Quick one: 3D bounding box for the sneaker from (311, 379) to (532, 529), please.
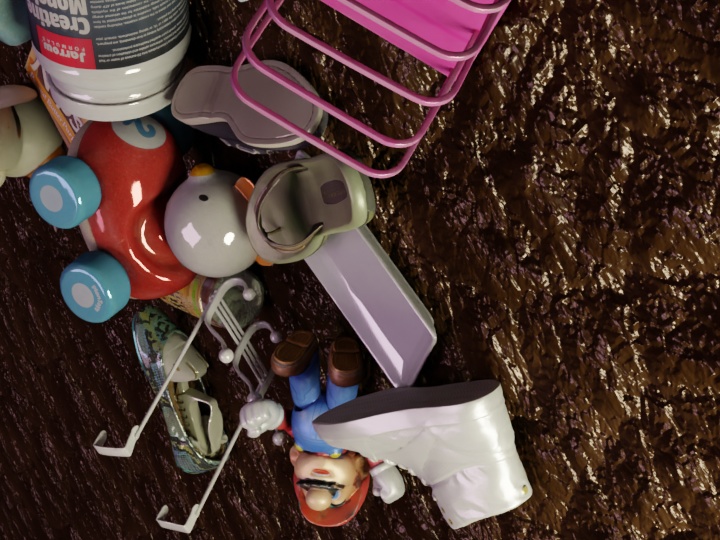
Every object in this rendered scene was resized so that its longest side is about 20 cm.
[{"bbox_3d":[0.048,0.155,1.252,0.199,0.074,0.116,-9,106,48],"label":"sneaker"}]

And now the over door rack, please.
[{"bbox_3d":[-0.131,0.128,1.413,0.066,0.200,0.148,20,152,35],"label":"over door rack"}]

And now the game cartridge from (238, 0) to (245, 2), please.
[{"bbox_3d":[-0.121,-0.324,1.214,0.201,0.041,0.133,59,149,10],"label":"game cartridge"}]

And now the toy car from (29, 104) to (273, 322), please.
[{"bbox_3d":[-0.153,-0.060,1.405,0.199,0.184,0.178,-1,115,31],"label":"toy car"}]

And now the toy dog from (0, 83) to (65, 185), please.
[{"bbox_3d":[-0.412,-0.161,1.726,0.193,0.200,0.140,-34,77,19],"label":"toy dog"}]

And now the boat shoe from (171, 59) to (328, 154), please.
[{"bbox_3d":[-0.081,-0.131,1.308,0.063,0.073,0.199,29,171,-39],"label":"boat shoe"}]

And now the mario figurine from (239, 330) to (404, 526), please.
[{"bbox_3d":[-0.032,0.158,1.392,0.123,0.106,0.201,35,142,40],"label":"mario figurine"}]

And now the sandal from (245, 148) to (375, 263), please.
[{"bbox_3d":[-0.054,-0.051,1.255,0.080,0.057,0.201,64,153,0],"label":"sandal"}]

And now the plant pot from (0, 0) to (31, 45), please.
[{"bbox_3d":[-0.328,-0.325,1.430,0.195,0.196,0.201,30,146,48],"label":"plant pot"}]

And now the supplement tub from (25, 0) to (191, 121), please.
[{"bbox_3d":[-0.219,-0.245,1.343,0.140,0.140,0.201,40,144,40],"label":"supplement tub"}]

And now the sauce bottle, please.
[{"bbox_3d":[-0.168,0.010,1.559,0.200,0.064,0.065,17,128,57],"label":"sauce bottle"}]

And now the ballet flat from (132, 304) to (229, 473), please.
[{"bbox_3d":[-0.188,0.129,1.715,0.074,0.074,0.201,15,128,57],"label":"ballet flat"}]

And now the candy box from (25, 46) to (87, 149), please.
[{"bbox_3d":[-0.270,-0.157,1.607,0.201,0.055,0.115,62,154,7],"label":"candy box"}]

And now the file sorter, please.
[{"bbox_3d":[0.015,-0.168,0.943,0.138,0.126,0.200,30,149,-2],"label":"file sorter"}]

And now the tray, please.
[{"bbox_3d":[0.000,0.000,1.291,0.200,0.022,0.108,54,153,19],"label":"tray"}]
